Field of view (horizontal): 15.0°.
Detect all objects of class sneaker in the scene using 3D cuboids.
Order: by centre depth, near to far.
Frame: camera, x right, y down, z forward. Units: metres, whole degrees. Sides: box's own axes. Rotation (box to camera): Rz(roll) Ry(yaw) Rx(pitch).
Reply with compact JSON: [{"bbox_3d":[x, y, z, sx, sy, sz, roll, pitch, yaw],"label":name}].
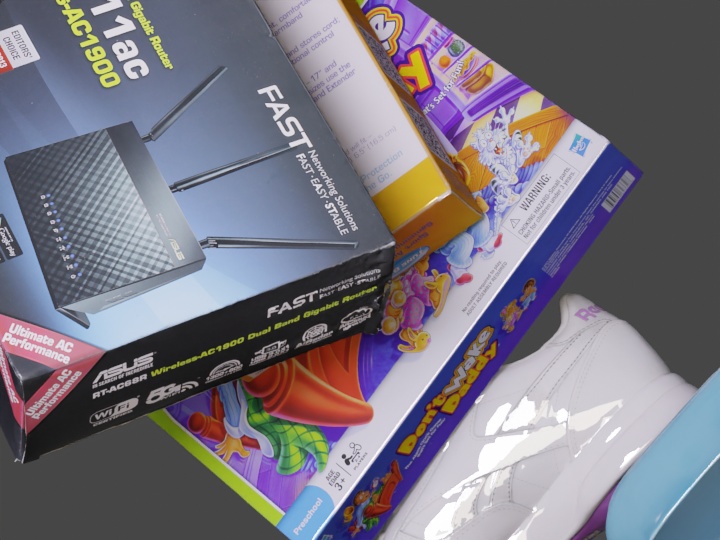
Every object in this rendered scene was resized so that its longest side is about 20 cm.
[{"bbox_3d":[0.046,0.094,1.127,0.200,0.075,0.100,-41,71,1],"label":"sneaker"}]

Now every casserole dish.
[{"bbox_3d":[0.170,0.066,1.093,0.200,0.121,0.039,-49,53,2],"label":"casserole dish"}]

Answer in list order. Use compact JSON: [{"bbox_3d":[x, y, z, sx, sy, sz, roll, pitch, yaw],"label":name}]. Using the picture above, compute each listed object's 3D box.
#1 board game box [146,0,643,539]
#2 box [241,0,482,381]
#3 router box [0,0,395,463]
[{"bbox_3d":[0.000,0.000,1.109,0.134,0.045,0.200,37,92,29],"label":"board game box"},{"bbox_3d":[-0.048,-0.070,1.105,0.119,0.041,0.200,-35,61,12],"label":"box"},{"bbox_3d":[-0.097,-0.044,1.024,0.149,0.062,0.200,-21,63,-20],"label":"router box"}]
